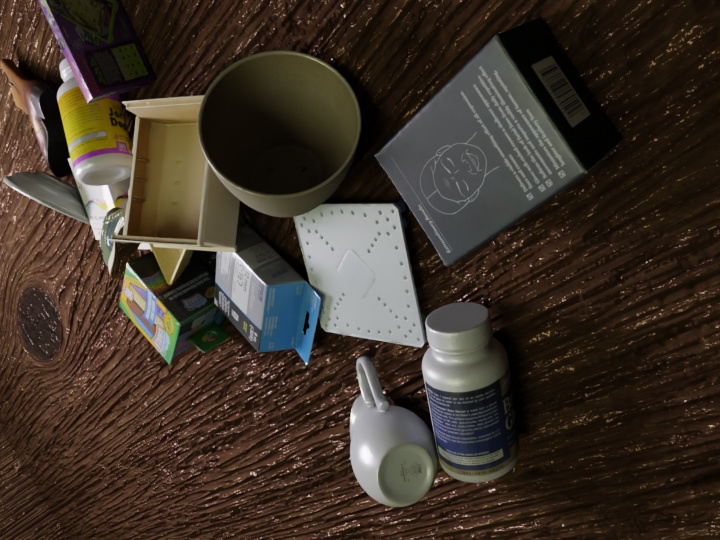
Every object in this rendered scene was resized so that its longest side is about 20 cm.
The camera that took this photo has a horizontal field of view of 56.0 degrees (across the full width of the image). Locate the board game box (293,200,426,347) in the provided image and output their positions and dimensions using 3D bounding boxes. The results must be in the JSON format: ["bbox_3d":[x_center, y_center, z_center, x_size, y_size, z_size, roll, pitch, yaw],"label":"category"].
[{"bbox_3d":[0.000,0.000,0.954,0.196,0.026,0.206,5,116,41],"label":"board game box"}]

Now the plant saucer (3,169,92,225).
[{"bbox_3d":[-0.598,-0.152,1.340,0.197,0.199,0.051,27,89,29],"label":"plant saucer"}]

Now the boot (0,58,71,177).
[{"bbox_3d":[-0.656,-0.304,1.360,0.198,0.068,0.192,31,142,34],"label":"boot"}]

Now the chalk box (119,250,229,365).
[{"bbox_3d":[-0.321,0.070,1.217,0.200,0.124,0.125,45,135,14],"label":"chalk box"}]

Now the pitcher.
[{"bbox_3d":[0.033,0.222,0.954,0.200,0.118,0.177,-148,44,-76],"label":"pitcher"}]

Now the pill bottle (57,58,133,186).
[{"bbox_3d":[-0.454,-0.257,1.152,0.103,0.102,0.206,-24,80,46],"label":"pill bottle"}]

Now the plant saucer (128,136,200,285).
[{"bbox_3d":[-0.316,-0.115,1.138,0.203,0.048,0.201,59,137,19],"label":"plant saucer"}]

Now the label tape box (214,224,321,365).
[{"bbox_3d":[-0.153,0.047,1.074,0.200,0.065,0.146,43,137,30],"label":"label tape box"}]

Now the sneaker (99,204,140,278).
[{"bbox_3d":[-0.414,-0.079,1.174,0.091,0.066,0.201,57,135,21],"label":"sneaker"}]

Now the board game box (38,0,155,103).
[{"bbox_3d":[-0.417,-0.377,1.058,0.032,0.119,0.205,-15,102,44],"label":"board game box"}]

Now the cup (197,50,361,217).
[{"bbox_3d":[-0.097,-0.149,0.863,0.200,0.200,0.144,42,162,15],"label":"cup"}]

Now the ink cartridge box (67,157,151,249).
[{"bbox_3d":[-0.467,-0.125,1.282,0.114,0.067,0.206,3,115,40],"label":"ink cartridge box"}]

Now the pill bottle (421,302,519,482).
[{"bbox_3d":[0.136,0.150,0.851,0.109,0.110,0.206,6,117,39],"label":"pill bottle"}]

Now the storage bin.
[{"bbox_3d":[-0.270,-0.137,0.989,0.193,0.093,0.207,4,87,27],"label":"storage bin"}]

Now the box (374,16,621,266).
[{"bbox_3d":[0.136,-0.126,0.699,0.150,0.106,0.199,55,136,1],"label":"box"}]
